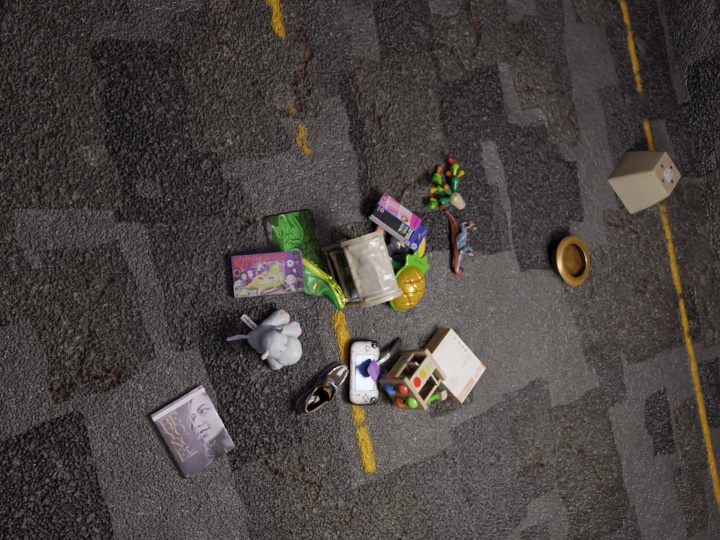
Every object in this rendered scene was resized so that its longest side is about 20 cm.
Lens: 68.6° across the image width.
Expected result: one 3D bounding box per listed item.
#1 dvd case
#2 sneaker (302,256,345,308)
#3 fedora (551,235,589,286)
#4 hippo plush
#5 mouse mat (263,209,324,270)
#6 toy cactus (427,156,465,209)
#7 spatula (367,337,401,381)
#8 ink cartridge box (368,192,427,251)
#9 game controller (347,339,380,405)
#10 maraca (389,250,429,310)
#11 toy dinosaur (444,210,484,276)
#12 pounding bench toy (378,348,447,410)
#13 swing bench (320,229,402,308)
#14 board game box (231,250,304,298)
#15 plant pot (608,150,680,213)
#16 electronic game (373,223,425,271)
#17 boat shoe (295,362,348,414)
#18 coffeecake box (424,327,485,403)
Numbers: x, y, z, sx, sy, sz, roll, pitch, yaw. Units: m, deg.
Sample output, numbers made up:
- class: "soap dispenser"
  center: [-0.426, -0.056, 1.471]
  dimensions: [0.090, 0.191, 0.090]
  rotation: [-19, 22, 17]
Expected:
- class: "dvd case"
  center: [-0.447, 0.431, 1.417]
  dimensions: [0.148, 0.016, 0.201]
  rotation: [-29, 99, -25]
- class: "sneaker"
  center: [-0.125, 0.045, 1.558]
  dimensions: [0.200, 0.074, 0.084]
  rotation: [43, 101, 9]
- class: "fedora"
  center: [0.803, -0.037, 2.048]
  dimensions: [0.200, 0.082, 0.202]
  rotation: [1, 89, -31]
- class: "hippo plush"
  center: [-0.230, 0.182, 1.464]
  dimensions: [0.200, 0.161, 0.160]
  rotation: [38, 71, -19]
- class: "mouse mat"
  center: [-0.198, -0.077, 1.589]
  dimensions: [0.160, 0.008, 0.201]
  rotation: [-14, 91, -27]
- class: "toy cactus"
  center: [0.310, -0.277, 1.822]
  dimensions: [0.165, 0.102, 0.201]
  rotation: [40, 61, -29]
- class: "spatula"
  center: [0.079, 0.273, 1.661]
  dimensions: [0.200, 0.020, 0.057]
  rotation: [-41, 115, -42]
- class: "ink cartridge box"
  center: [0.129, -0.154, 1.706]
  dimensions: [0.200, 0.037, 0.095]
  rotation: [35, 67, -15]
- class: "game controller"
  center: [0.011, 0.317, 1.640]
  dimensions: [0.104, 0.042, 0.201]
  rotation: [5, 83, -32]
- class: "maraca"
  center: [0.155, 0.034, 1.692]
  dimensions: [0.137, 0.107, 0.201]
  rotation: [24, 90, -43]
- class: "toy dinosaur"
  center: [0.345, -0.081, 1.846]
  dimensions: [0.199, 0.105, 0.182]
  rotation: [28, 86, 16]
- class: "pounding bench toy"
  center: [0.180, 0.375, 1.658]
  dimensions: [0.156, 0.124, 0.200]
  rotation: [-47, 109, -35]
- class: "swing bench"
  center: [0.000, 0.000, 1.572]
  dimensions: [0.129, 0.200, 0.200]
  rotation: [-20, 95, -26]
- class: "board game box"
  center: [-0.262, 0.011, 1.504]
  dimensions: [0.199, 0.032, 0.121]
  rotation: [-6, 84, -8]
- class: "plant pot"
  center: [1.213, -0.389, 2.229]
  dimensions: [0.200, 0.177, 0.200]
  rotation: [47, 68, -15]
- class: "electronic game"
  center: [0.130, -0.095, 1.735]
  dimensions: [0.199, 0.042, 0.201]
  rotation: [2, 85, -27]
- class: "boat shoe"
  center: [-0.100, 0.354, 1.565]
  dimensions: [0.200, 0.072, 0.072]
  rotation: [-45, 106, -22]
- class: "coffeecake box"
  center: [0.302, 0.317, 1.771]
  dimensions: [0.200, 0.073, 0.154]
  rotation: [48, 67, -15]
